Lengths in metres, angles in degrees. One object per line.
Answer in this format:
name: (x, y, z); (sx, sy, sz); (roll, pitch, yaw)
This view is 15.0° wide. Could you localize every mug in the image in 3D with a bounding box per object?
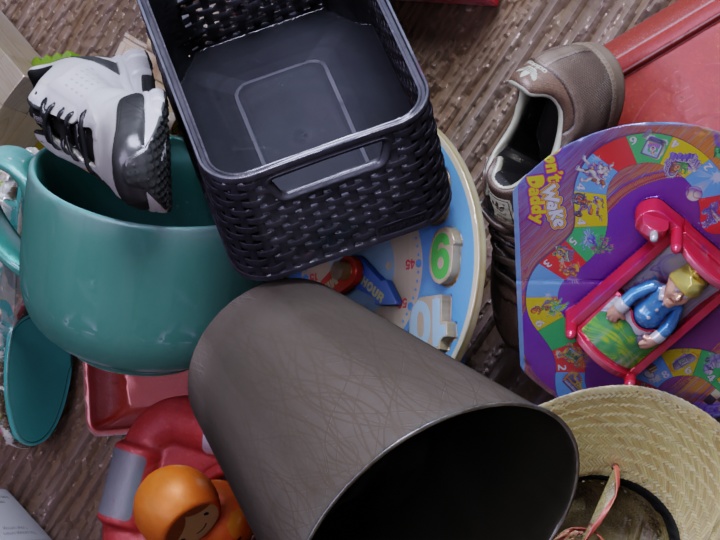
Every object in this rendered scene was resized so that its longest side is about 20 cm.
mug: (-0.141, -0.011, 1.685); (0.185, 0.152, 0.115); (35, 125, 47)

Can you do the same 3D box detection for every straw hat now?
straw hat: (0.135, 0.161, 1.606); (0.201, 0.085, 0.201); (1, 85, -12)

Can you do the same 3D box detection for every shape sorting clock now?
shape sorting clock: (0.000, 0.000, 1.650); (0.200, 0.039, 0.200); (-3, 86, 46)

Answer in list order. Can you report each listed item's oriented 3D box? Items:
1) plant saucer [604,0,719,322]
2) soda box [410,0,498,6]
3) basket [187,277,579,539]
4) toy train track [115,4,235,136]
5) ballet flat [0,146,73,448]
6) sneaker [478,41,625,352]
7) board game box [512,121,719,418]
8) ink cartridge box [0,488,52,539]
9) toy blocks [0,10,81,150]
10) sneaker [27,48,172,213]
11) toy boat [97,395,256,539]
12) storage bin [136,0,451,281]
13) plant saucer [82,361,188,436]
plant saucer: (0.211, -0.067, 1.614); (0.200, 0.037, 0.200); (-31, 74, 21)
soda box: (-0.011, -0.207, 1.717); (0.200, 0.070, 0.063); (6, 85, 26)
basket: (-0.006, 0.097, 1.521); (0.180, 0.136, 0.200); (-34, 38, -12)
toy train track: (-0.136, -0.081, 1.749); (0.115, 0.033, 0.200); (29, 100, 24)
ballet flat: (-0.224, 0.015, 1.799); (0.064, 0.076, 0.200); (16, 107, 44)
sneaker: (0.095, -0.039, 1.606); (0.070, 0.075, 0.200); (31, 121, 41)
board game box: (0.167, 0.014, 1.560); (0.158, 0.039, 0.200); (0, 118, 6)
ink cartridge box: (-0.232, 0.260, 1.781); (0.200, 0.086, 0.148); (45, 104, 20)
toy blocks: (-0.287, -0.106, 1.839); (0.200, 0.100, 0.137); (-51, 57, 13)
sneaker: (-0.155, -0.080, 1.619); (0.080, 0.200, 0.074); (-2, 106, -11)
toy boat: (-0.086, 0.147, 1.648); (0.200, 0.131, 0.131); (13, 88, 32)
storage bin: (-0.041, -0.107, 1.594); (0.135, 0.094, 0.200); (-19, 50, -4)
plant saucer: (-0.087, 0.001, 1.758); (0.200, 0.037, 0.200); (-6, 83, 24)
